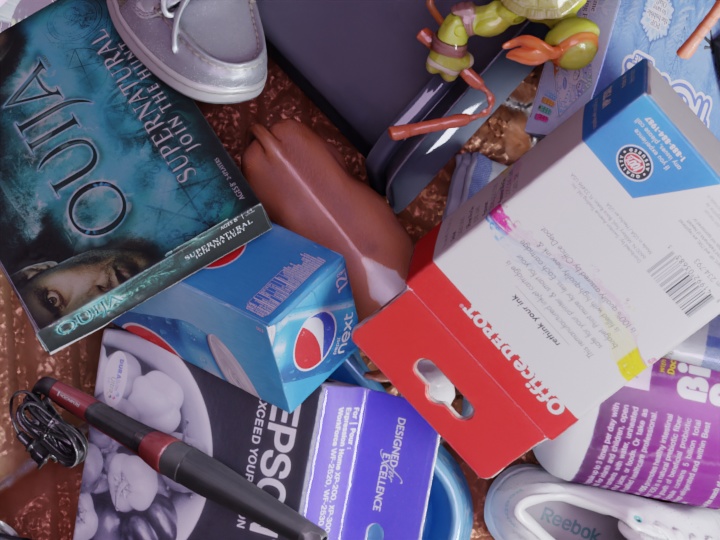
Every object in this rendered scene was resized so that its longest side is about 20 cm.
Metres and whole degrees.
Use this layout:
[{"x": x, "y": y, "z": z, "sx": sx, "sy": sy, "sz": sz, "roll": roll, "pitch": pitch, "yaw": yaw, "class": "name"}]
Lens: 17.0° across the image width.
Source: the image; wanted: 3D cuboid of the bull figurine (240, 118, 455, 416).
[{"x": 0.000, "y": 0.000, "z": 1.346, "sx": 0.065, "sy": 0.121, "sz": 0.200, "roll": -32, "pitch": 91, "yaw": -3, "class": "bull figurine"}]

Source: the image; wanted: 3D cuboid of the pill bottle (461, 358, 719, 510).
[{"x": 0.162, "y": 0.071, "z": 1.359, "sx": 0.200, "sy": 0.112, "sz": 0.113, "roll": 11, "pitch": 88, "yaw": -4, "class": "pill bottle"}]

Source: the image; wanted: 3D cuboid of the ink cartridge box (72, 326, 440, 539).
[{"x": -0.065, "y": 0.147, "z": 1.320, "sx": 0.200, "sy": 0.043, "sz": 0.199, "roll": 13, "pitch": 98, "yaw": 25, "class": "ink cartridge box"}]

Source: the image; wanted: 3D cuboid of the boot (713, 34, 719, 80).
[{"x": 0.261, "y": -0.186, "z": 1.331, "sx": 0.174, "sy": 0.069, "sz": 0.200, "roll": -36, "pitch": 135, "yaw": -37, "class": "boot"}]

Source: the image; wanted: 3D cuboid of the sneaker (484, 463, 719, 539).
[{"x": 0.170, "y": 0.161, "z": 1.369, "sx": 0.200, "sy": 0.088, "sz": 0.075, "roll": 13, "pitch": 86, "yaw": -4, "class": "sneaker"}]

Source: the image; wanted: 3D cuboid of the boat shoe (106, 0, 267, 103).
[{"x": -0.103, "y": -0.179, "z": 1.311, "sx": 0.074, "sy": 0.065, "sz": 0.202, "roll": -8, "pitch": 59, "yaw": -25, "class": "boat shoe"}]

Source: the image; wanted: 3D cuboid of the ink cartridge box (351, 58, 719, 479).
[{"x": 0.105, "y": 0.002, "z": 1.235, "sx": 0.200, "sy": 0.067, "sz": 0.116, "roll": -38, "pitch": 103, "yaw": 19, "class": "ink cartridge box"}]

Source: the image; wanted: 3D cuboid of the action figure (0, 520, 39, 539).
[{"x": -0.235, "y": 0.183, "z": 1.336, "sx": 0.119, "sy": 0.102, "sz": 0.200, "roll": -27, "pitch": 47, "yaw": 25, "class": "action figure"}]

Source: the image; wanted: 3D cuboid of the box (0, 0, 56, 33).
[{"x": -0.218, "y": -0.148, "z": 1.379, "sx": 0.144, "sy": 0.036, "sz": 0.200, "roll": 20, "pitch": 88, "yaw": -3, "class": "box"}]

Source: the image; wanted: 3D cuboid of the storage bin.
[{"x": 0.034, "y": -0.155, "z": 1.352, "sx": 0.134, "sy": 0.146, "sz": 0.200, "roll": 41, "pitch": 86, "yaw": 8, "class": "storage bin"}]

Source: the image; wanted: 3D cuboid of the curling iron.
[{"x": -0.104, "y": 0.107, "z": 1.302, "sx": 0.200, "sy": 0.026, "sz": 0.050, "roll": 19, "pitch": 121, "yaw": 21, "class": "curling iron"}]

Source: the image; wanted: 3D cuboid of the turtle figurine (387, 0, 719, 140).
[{"x": 0.081, "y": -0.162, "z": 1.240, "sx": 0.200, "sy": 0.064, "sz": 0.162, "roll": -25, "pitch": 74, "yaw": 15, "class": "turtle figurine"}]

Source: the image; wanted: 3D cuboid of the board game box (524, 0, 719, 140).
[{"x": 0.189, "y": -0.143, "z": 1.339, "sx": 0.043, "sy": 0.200, "sz": 0.199, "roll": 15, "pitch": 88, "yaw": 41, "class": "board game box"}]

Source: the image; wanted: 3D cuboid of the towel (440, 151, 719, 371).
[{"x": 0.139, "y": -0.005, "z": 1.343, "sx": 0.200, "sy": 0.147, "sz": 0.024, "roll": 16, "pitch": 121, "yaw": 3, "class": "towel"}]

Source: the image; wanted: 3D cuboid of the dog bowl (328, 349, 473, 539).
[{"x": -0.018, "y": 0.107, "z": 1.378, "sx": 0.111, "sy": 0.050, "sz": 0.200, "roll": -40, "pitch": 90, "yaw": -4, "class": "dog bowl"}]

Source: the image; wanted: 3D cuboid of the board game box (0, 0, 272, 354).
[{"x": -0.150, "y": -0.061, "z": 1.295, "sx": 0.135, "sy": 0.028, "sz": 0.200, "roll": -31, "pitch": 54, "yaw": -5, "class": "board game box"}]

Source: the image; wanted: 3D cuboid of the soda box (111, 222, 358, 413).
[{"x": -0.097, "y": 0.000, "z": 1.307, "sx": 0.200, "sy": 0.068, "sz": 0.064, "roll": 25, "pitch": 54, "yaw": 34, "class": "soda box"}]
